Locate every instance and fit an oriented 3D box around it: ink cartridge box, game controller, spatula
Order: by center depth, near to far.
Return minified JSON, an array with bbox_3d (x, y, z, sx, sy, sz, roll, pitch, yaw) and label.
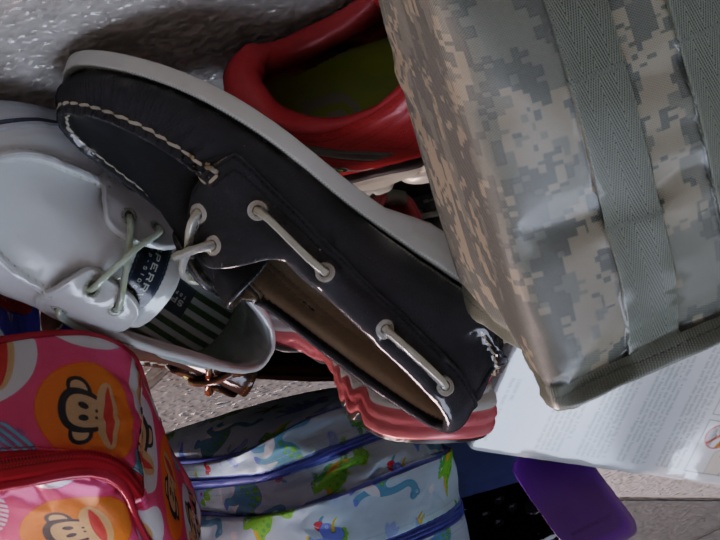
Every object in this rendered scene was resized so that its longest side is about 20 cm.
[{"bbox_3d":[0.162,0.028,0.973,0.198,0.047,0.161,9,119,-23],"label":"ink cartridge box"},{"bbox_3d":[0.064,0.076,1.014,0.056,0.200,0.021,-17,138,-44],"label":"spatula"},{"bbox_3d":[0.079,0.093,1.087,0.103,0.201,0.042,-11,124,13],"label":"game controller"}]

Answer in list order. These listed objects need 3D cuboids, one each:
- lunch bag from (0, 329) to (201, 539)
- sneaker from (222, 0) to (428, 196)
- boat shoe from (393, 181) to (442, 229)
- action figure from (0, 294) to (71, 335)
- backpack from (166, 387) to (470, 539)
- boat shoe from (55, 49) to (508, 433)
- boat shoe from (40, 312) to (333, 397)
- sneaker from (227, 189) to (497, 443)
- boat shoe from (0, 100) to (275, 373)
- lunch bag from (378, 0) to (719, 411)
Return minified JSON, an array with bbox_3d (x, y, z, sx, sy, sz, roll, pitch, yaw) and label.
[{"bbox_3d":[-0.162,0.107,0.807,0.174,0.083,0.201,-9,147,4],"label":"lunch bag"},{"bbox_3d":[0.042,-0.079,0.721,0.198,0.078,0.085,-18,156,7],"label":"sneaker"},{"bbox_3d":[0.042,-0.017,0.905,0.071,0.068,0.200,-16,163,-4],"label":"boat shoe"},{"bbox_3d":[-0.143,0.057,0.876,0.065,0.052,0.201,-35,154,-40],"label":"action figure"},{"bbox_3d":[-0.032,0.126,0.991,0.162,0.156,0.199,-9,-165,-31],"label":"backpack"},{"bbox_3d":[-0.033,-0.010,0.713,0.199,0.061,0.074,32,161,-7],"label":"boat shoe"},{"bbox_3d":[-0.061,0.027,0.943,0.198,0.071,0.070,-4,159,-28],"label":"boat shoe"},{"bbox_3d":[0.000,0.000,0.833,0.073,0.088,0.200,-1,-159,-36],"label":"sneaker"},{"bbox_3d":[-0.097,-0.010,0.760,0.200,0.066,0.074,26,91,-56],"label":"boat shoe"},{"bbox_3d":[0.118,-0.073,0.632,0.198,0.165,0.118,-21,-156,-8],"label":"lunch bag"}]
